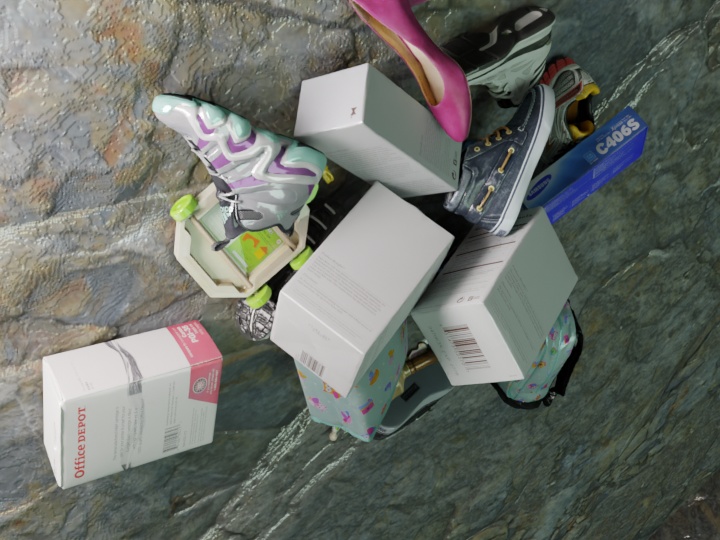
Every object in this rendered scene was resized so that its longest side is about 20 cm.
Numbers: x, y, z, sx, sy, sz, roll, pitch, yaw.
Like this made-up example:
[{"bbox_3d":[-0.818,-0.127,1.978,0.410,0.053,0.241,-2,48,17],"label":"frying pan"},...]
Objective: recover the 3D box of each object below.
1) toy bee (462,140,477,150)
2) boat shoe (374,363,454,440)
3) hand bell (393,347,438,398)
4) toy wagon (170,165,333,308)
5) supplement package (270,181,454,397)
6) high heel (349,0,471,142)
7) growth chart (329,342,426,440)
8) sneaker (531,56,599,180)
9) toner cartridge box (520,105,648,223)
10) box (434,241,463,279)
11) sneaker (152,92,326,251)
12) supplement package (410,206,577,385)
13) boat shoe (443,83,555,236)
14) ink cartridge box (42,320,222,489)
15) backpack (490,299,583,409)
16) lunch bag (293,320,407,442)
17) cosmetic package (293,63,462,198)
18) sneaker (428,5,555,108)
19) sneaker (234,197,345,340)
[{"bbox_3d":[0.165,-0.114,1.145,0.197,0.109,0.132,-29,141,-18],"label":"toy bee"},{"bbox_3d":[0.088,0.202,1.350,0.199,0.073,0.069,-40,162,-33],"label":"boat shoe"},{"bbox_3d":[0.081,0.138,1.252,0.197,0.105,0.105,-27,139,-3],"label":"hand bell"},{"bbox_3d":[-0.116,-0.058,0.977,0.199,0.040,0.156,-41,121,-5],"label":"toy wagon"},{"bbox_3d":[0.002,0.021,1.005,0.201,0.120,0.121,-49,169,-31],"label":"supplement package"},{"bbox_3d":[0.057,-0.226,0.937,0.095,0.067,0.204,-30,112,-26],"label":"high heel"},{"bbox_3d":[0.040,0.190,1.374,0.197,0.018,0.147,-15,131,-32],"label":"growth chart"},{"bbox_3d":[0.282,-0.191,1.198,0.077,0.082,0.203,-23,138,-25],"label":"sneaker"},{"bbox_3d":[0.309,-0.137,1.194,0.198,0.043,0.095,-37,157,-1],"label":"toner cartridge box"},{"bbox_3d":[0.158,0.027,1.271,0.159,0.049,0.200,-42,156,0],"label":"box"},{"bbox_3d":[-0.140,-0.090,0.885,0.197,0.078,0.142,20,97,-27],"label":"sneaker"},{"bbox_3d":[0.173,0.031,1.072,0.118,0.116,0.200,57,47,-19],"label":"supplement package"},{"bbox_3d":[0.173,-0.152,1.056,0.089,0.071,0.204,22,81,-11],"label":"boat shoe"},{"bbox_3d":[-0.275,0.158,1.023,0.197,0.083,0.149,-12,131,-34],"label":"ink cartridge box"},{"bbox_3d":[0.271,0.119,1.372,0.124,0.169,0.202,-14,148,-24],"label":"backpack"},{"bbox_3d":[0.003,0.092,1.143,0.202,0.120,0.172,-58,152,-34],"label":"lunch bag"},{"bbox_3d":[0.026,-0.154,0.983,0.199,0.100,0.073,25,67,-49],"label":"cosmetic package"},{"bbox_3d":[0.165,-0.238,1.063,0.198,0.076,0.117,-30,137,-20],"label":"sneaker"},{"bbox_3d":[-0.085,-0.004,1.069,0.202,0.074,0.079,-55,164,9],"label":"sneaker"}]
